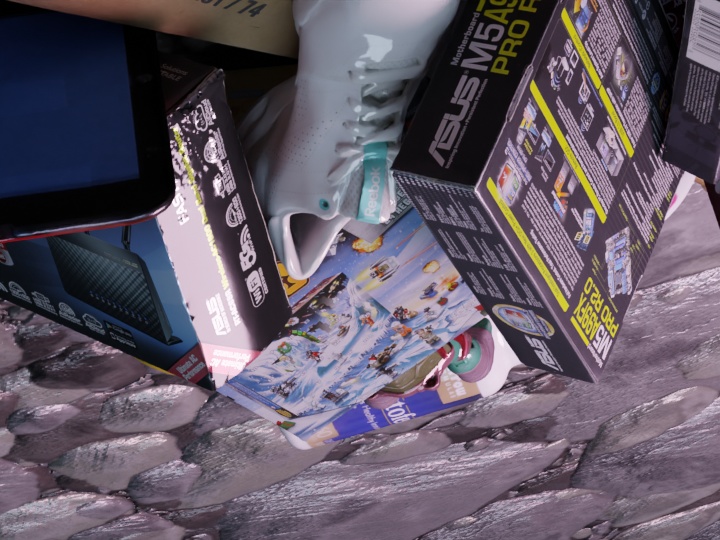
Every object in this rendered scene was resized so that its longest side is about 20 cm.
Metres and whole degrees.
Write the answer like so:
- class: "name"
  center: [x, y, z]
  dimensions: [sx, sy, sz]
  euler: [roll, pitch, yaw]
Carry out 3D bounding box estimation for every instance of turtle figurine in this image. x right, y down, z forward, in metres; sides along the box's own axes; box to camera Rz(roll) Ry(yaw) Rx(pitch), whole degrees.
- class: "turtle figurine"
  center: [0.018, 0.029, 1.123]
  dimensions: [0.149, 0.101, 0.200]
  euler: [1, 161, 13]

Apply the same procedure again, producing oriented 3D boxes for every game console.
- class: "game console"
  center: [-0.178, -0.100, 0.764]
  dimensions: [0.119, 0.200, 0.172]
  euler: [-34, 124, 13]

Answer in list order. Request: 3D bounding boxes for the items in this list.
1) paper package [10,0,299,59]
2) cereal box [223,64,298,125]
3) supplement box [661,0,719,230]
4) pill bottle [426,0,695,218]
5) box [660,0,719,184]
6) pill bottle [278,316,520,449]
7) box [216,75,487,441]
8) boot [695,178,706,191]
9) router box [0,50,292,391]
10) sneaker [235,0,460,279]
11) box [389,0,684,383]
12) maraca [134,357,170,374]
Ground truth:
- class: "paper package"
  center: [-0.041, -0.185, 0.793]
  dimensions: [0.200, 0.104, 0.191]
  euler: [5, 150, -36]
- class: "cereal box"
  center: [-0.014, -0.064, 1.080]
  dimensions: [0.144, 0.040, 0.200]
  euler: [-2, 163, 30]
- class: "supplement box"
  center: [0.238, -0.082, 1.027]
  dimensions: [0.109, 0.200, 0.061]
  euler: [-29, 151, 30]
- class: "pill bottle"
  center: [0.104, -0.095, 1.036]
  dimensions: [0.113, 0.114, 0.200]
  euler: [-24, 153, 21]
- class: "box"
  center: [0.209, -0.155, 0.897]
  dimensions: [0.036, 0.200, 0.143]
  euler: [27, 156, 17]
- class: "pill bottle"
  center: [0.033, 0.042, 1.283]
  dimensions: [0.200, 0.116, 0.116]
  euler: [-17, 155, 7]
- class: "box"
  center: [0.000, 0.000, 0.979]
  dimensions: [0.200, 0.040, 0.137]
  euler: [-35, 138, 19]
- class: "boot"
  center: [0.242, -0.066, 1.225]
  dimensions: [0.200, 0.074, 0.075]
  euler: [9, 157, -43]
- class: "router box"
  center: [-0.137, -0.042, 0.896]
  dimensions: [0.062, 0.200, 0.150]
  euler: [-45, 138, -32]
- class: "sneaker"
  center: [0.001, -0.067, 0.836]
  dimensions: [0.075, 0.089, 0.200]
  euler: [-1, 152, -21]
- class: "box"
  center: [0.095, -0.061, 0.879]
  dimensions: [0.044, 0.160, 0.200]
  euler: [15, 160, 30]
- class: "maraca"
  center: [-0.099, 0.005, 1.104]
  dimensions: [0.107, 0.137, 0.200]
  euler: [-34, 171, 1]
